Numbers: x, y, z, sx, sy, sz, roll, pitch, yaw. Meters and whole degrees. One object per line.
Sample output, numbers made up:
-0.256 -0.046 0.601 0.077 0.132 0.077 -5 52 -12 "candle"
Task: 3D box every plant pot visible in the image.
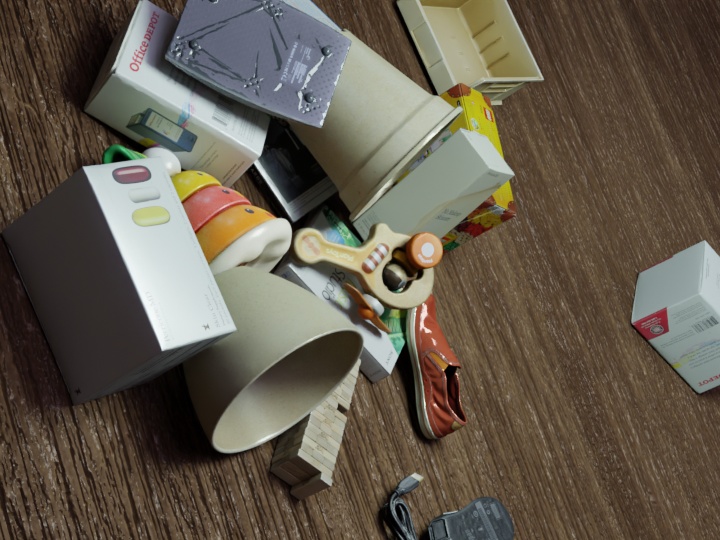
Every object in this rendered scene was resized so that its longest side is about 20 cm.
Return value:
-0.005 -0.196 1.650 0.183 0.200 0.200 45 37 0 "plant pot"

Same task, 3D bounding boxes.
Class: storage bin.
0.177 -0.379 2.143 0.198 0.094 0.200 -11 75 -52 "storage bin"

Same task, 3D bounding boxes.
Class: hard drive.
-0.121 -0.255 1.530 0.200 0.042 0.135 23 71 -15 "hard drive"

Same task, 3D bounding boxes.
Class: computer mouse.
0.102 0.314 1.629 0.200 0.046 0.141 -19 77 -48 "computer mouse"

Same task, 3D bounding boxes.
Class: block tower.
-0.052 0.168 1.535 0.058 0.054 0.200 38 41 -25 "block tower"

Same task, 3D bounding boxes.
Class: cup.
-0.118 0.081 1.421 0.200 0.200 0.143 -10 53 -52 "cup"

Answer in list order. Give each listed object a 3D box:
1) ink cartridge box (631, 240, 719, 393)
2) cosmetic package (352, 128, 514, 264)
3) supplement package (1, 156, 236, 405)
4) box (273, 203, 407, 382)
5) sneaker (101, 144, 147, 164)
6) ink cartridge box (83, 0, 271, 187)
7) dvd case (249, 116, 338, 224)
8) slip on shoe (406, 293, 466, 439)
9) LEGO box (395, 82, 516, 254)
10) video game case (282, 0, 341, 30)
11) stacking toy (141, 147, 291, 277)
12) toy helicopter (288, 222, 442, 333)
0.596 0.084 2.271 0.200 0.145 0.145 44 39 -20 "ink cartridge box"
0.098 -0.096 1.747 0.073 0.200 0.103 56 21 16 "cosmetic package"
-0.248 0.010 1.329 0.111 0.156 0.200 -16 79 -52 "supplement package"
-0.014 0.029 1.689 0.200 0.036 0.144 48 38 -17 "box"
-0.249 -0.050 1.426 0.200 0.074 0.084 68 10 25 "sneaker"
-0.211 -0.211 1.559 0.200 0.087 0.146 31 44 -22 "ink cartridge box"
-0.096 -0.179 1.703 0.150 0.025 0.200 -37 97 -31 "dvd case"
0.102 0.119 1.712 0.074 0.061 0.201 20 60 -63 "slip on shoe"
0.127 -0.144 1.876 0.077 0.149 0.200 19 53 -45 "LEGO box"
-0.122 -0.357 1.801 0.143 0.018 0.200 47 32 19 "video game case"
-0.190 -0.066 1.498 0.200 0.146 0.146 48 35 12 "stacking toy"
0.000 0.000 1.638 0.200 0.079 0.133 16 83 -22 "toy helicopter"
